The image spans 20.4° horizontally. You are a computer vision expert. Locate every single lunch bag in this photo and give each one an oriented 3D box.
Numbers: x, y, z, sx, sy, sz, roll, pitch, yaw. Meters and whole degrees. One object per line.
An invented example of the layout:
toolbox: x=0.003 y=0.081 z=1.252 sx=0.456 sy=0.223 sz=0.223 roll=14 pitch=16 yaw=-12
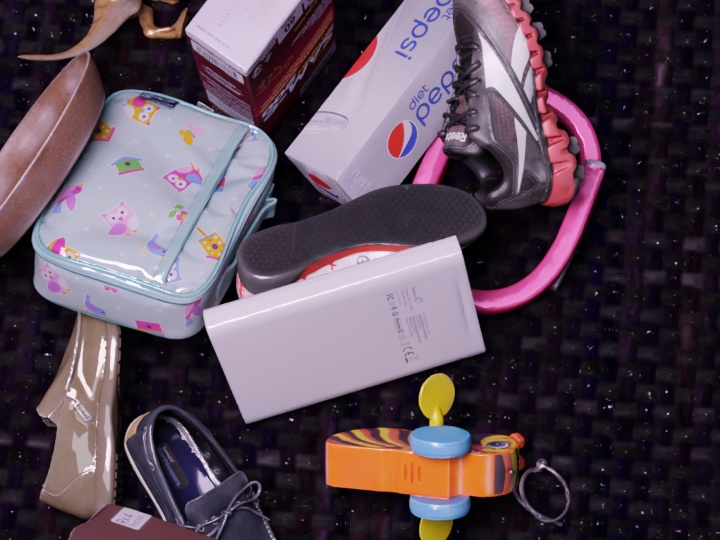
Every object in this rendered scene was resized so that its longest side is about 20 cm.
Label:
lunch bag: x=-0.156 y=-0.049 z=1.571 sx=0.160 sy=0.077 sz=0.200 roll=17 pitch=53 yaw=9

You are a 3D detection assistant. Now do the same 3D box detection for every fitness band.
fitness band: x=0.115 y=-0.059 z=1.616 sx=0.144 sy=0.037 sz=0.200 roll=22 pitch=79 yaw=7

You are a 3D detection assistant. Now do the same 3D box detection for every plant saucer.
plant saucer: x=-0.258 y=-0.081 z=1.567 sx=0.034 sy=0.200 sz=0.200 roll=35 pitch=80 yaw=-18

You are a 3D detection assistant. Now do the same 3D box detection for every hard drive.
hard drive: x=-0.010 y=0.048 z=1.549 sx=0.200 sy=0.132 sz=0.026 roll=-16 pitch=51 yaw=1

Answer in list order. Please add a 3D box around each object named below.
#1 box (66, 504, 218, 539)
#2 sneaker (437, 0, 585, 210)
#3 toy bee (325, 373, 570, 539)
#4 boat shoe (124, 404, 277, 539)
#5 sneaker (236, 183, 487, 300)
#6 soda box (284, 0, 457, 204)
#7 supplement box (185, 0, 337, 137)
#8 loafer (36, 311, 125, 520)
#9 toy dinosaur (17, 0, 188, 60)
box: x=-0.159 y=0.304 z=1.452 sx=0.164 sy=0.166 sz=0.200 roll=19 pitch=102 yaw=7
sneaker: x=0.101 y=-0.136 z=1.550 sx=0.098 sy=0.071 sz=0.201 roll=-20 pitch=97 yaw=-21
toy bee: x=0.079 y=0.157 z=1.551 sx=0.200 sy=0.109 sz=0.131 roll=28 pitch=111 yaw=20
boat shoe: x=-0.113 y=0.188 z=1.550 sx=0.075 sy=0.062 sz=0.200 roll=-28 pitch=76 yaw=-30
sneaker: x=-0.001 y=-0.001 z=1.578 sx=0.201 sy=0.108 sz=0.067 roll=-15 pitch=55 yaw=-13
soda box: x=0.032 y=-0.144 z=1.612 sx=0.068 sy=0.063 sz=0.200 roll=30 pitch=79 yaw=42
supplement box: x=-0.074 y=-0.181 z=1.566 sx=0.061 sy=0.200 sz=0.109 roll=35 pitch=81 yaw=8
loafer: x=-0.221 y=0.099 z=1.574 sx=0.067 sy=0.076 sz=0.200 roll=0 pitch=77 yaw=-4
toy dinosaur: x=-0.197 y=-0.219 z=1.649 sx=0.106 sy=0.060 sz=0.200 roll=12 pitch=54 yaw=6
